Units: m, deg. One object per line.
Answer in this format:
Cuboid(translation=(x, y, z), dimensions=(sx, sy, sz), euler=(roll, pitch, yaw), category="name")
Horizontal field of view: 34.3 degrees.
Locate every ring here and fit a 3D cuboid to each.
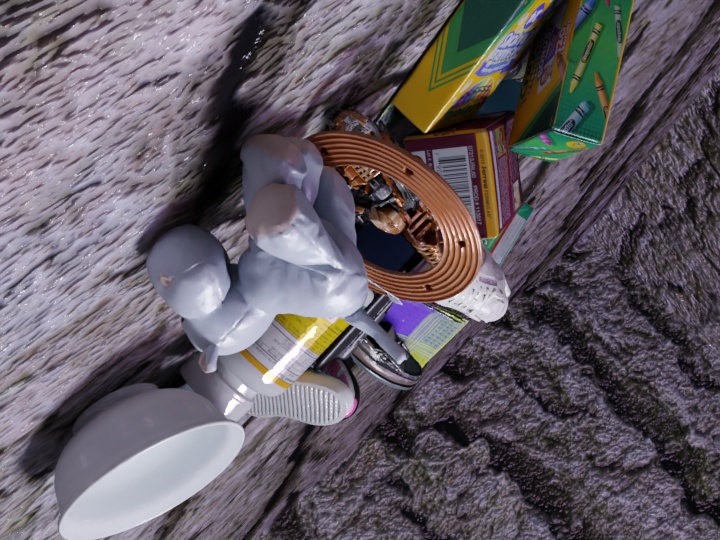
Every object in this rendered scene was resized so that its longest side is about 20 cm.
Cuboid(translation=(0.019, -0.048, 1.041), dimensions=(0.019, 0.200, 0.200), euler=(-55, 175, -34), category="ring")

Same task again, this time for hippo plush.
Cuboid(translation=(-0.083, -0.008, 0.972), dimensions=(0.161, 0.200, 0.159), euler=(-26, -146, 17), category="hippo plush")

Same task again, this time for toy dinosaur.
Cuboid(translation=(0.020, -0.071, 1.090), dimensions=(0.102, 0.136, 0.200), euler=(-26, 120, -20), category="toy dinosaur")

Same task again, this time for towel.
Cuboid(translation=(0.023, 0.068, 1.524), dimensions=(0.144, 0.200, 0.023), euler=(-48, -154, 35), category="towel")

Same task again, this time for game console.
Cuboid(translation=(0.000, 0.000, 1.329), dimensions=(0.200, 0.176, 0.116), euler=(-48, 142, 11), category="game console")

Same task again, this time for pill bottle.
Cuboid(translation=(-0.091, 0.060, 1.226), dimensions=(0.200, 0.113, 0.113), euler=(-47, 169, 1), category="pill bottle")

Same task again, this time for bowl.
Cuboid(translation=(-0.223, 0.175, 1.157), dimensions=(0.201, 0.090, 0.201), euler=(-29, 158, -13), category="bowl")

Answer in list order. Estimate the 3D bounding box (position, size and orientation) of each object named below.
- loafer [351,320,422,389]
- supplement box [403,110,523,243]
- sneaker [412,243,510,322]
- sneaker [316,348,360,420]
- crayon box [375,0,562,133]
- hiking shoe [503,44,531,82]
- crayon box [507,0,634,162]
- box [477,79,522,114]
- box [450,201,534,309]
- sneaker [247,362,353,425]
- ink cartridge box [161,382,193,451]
Cuboid(translation=(0.011, 0.082, 1.478), dimensions=(0.063, 0.200, 0.072), euler=(-42, -152, 25), category="loafer")
Cuboid(translation=(0.114, -0.102, 1.239), dimensions=(0.086, 0.111, 0.200), euler=(-4, -169, 17), category="supplement box")
Cuboid(translation=(0.118, 0.011, 1.254), dimensions=(0.075, 0.100, 0.200), euler=(-44, 171, 20), category="sneaker")
Cuboid(translation=(-0.045, 0.130, 1.435), dimensions=(0.087, 0.200, 0.074), euler=(29, 91, -36), category="sneaker")
Cuboid(translation=(0.111, -0.211, 1.167), dimensions=(0.200, 0.052, 0.126), euler=(-52, 167, 29), category="crayon box")
Cuboid(translation=(0.218, -0.239, 1.327), dimensions=(0.200, 0.101, 0.076), euler=(-30, 160, -55), category="hiking shoe")
Cuboid(translation=(0.218, -0.219, 1.192), dimensions=(0.119, 0.058, 0.200), euler=(165, -61, -76), category="crayon box")
Cuboid(translation=(0.171, -0.192, 1.453), dimensions=(0.200, 0.049, 0.082), euler=(-36, 165, -42), category="box")
Cuboid(translation=(0.146, -0.017, 1.520), dimensions=(0.117, 0.048, 0.200), euler=(-56, -175, -21), category="box")
Cuboid(translation=(-0.071, 0.122, 1.335), dimensions=(0.200, 0.074, 0.082), euler=(0, -138, 47), category="sneaker")
Cuboid(translation=(-0.196, 0.169, 1.344), dimensions=(0.160, 0.047, 0.200), euler=(-44, 172, 27), category="ink cartridge box")
